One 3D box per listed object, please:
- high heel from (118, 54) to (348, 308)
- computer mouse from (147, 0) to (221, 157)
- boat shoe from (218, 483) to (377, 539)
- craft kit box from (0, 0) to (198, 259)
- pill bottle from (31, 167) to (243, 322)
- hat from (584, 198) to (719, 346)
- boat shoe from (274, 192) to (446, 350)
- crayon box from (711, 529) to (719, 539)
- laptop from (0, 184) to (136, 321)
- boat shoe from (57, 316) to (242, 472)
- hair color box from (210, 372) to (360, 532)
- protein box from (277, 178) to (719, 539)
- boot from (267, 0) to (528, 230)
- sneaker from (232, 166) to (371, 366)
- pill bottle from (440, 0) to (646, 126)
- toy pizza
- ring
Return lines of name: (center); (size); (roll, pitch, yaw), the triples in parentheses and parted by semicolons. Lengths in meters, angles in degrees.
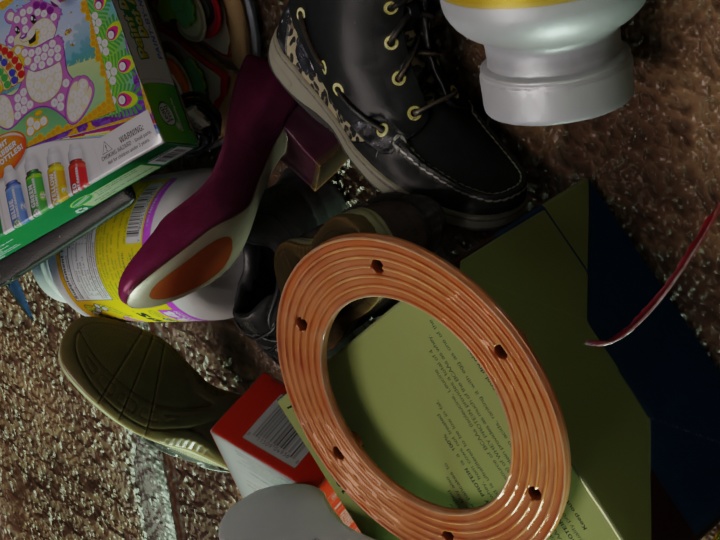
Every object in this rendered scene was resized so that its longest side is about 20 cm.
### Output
high heel: (-0.098, -0.057, 1.092); (0.096, 0.200, 0.068); (41, 143, 15)
computer mouse: (-0.173, -0.161, 1.167); (0.138, 0.052, 0.202); (-14, 96, 49)
boat shoe: (-0.017, 0.186, 1.043); (0.199, 0.071, 0.068); (16, 133, 54)
craft kit box: (-0.218, -0.129, 1.123); (0.199, 0.048, 0.199); (-27, 76, 28)
pill bottle: (-0.156, -0.015, 1.254); (0.199, 0.104, 0.105); (-3, 111, 49)
hat: (0.206, -0.075, 0.758); (0.165, 0.175, 0.202); (14, 122, 42)
boat shoe: (0.000, 0.000, 1.034); (0.074, 0.064, 0.200); (68, 161, 0)
crayon box: (0.244, 0.183, 0.938); (0.126, 0.051, 0.201); (26, 135, 1)
laptop: (-0.231, -0.088, 1.221); (0.199, 0.116, 0.189); (-29, 78, 27)
boat shoe: (-0.139, 0.102, 1.279); (0.200, 0.072, 0.066); (29, 155, -19)
hair color box: (-0.024, 0.170, 1.203); (0.101, 0.061, 0.201); (26, 149, 34)
protein box: (0.092, 0.094, 1.020); (0.200, 0.134, 0.200); (56, 141, 5)
boot: (0.029, -0.132, 1.000); (0.203, 0.073, 0.155); (43, 140, 27)
sneaker: (-0.042, 0.036, 1.171); (0.075, 0.090, 0.202); (0, 113, 46)
pill bottle: (0.089, -0.181, 0.877); (0.111, 0.112, 0.202); (13, 121, 43)
toy pizza: (-0.145, -0.175, 1.203); (0.199, 0.032, 0.202); (26, 129, 36)
ring: (0.033, 0.070, 0.941); (0.199, 0.019, 0.202); (26, 132, 32)
